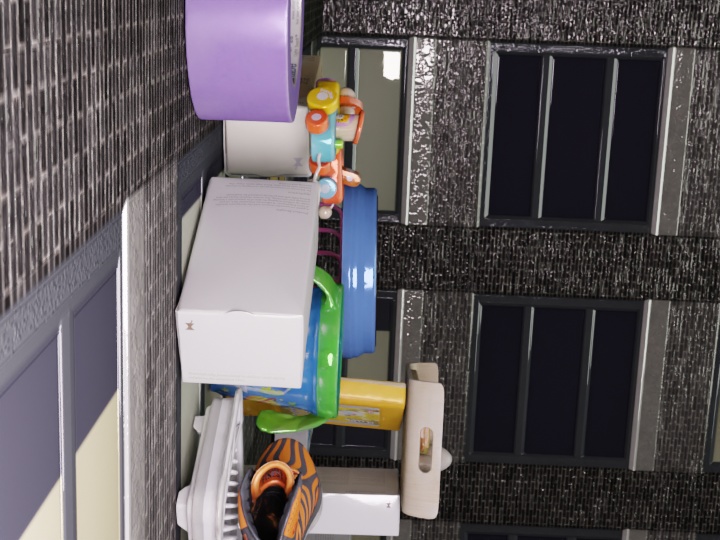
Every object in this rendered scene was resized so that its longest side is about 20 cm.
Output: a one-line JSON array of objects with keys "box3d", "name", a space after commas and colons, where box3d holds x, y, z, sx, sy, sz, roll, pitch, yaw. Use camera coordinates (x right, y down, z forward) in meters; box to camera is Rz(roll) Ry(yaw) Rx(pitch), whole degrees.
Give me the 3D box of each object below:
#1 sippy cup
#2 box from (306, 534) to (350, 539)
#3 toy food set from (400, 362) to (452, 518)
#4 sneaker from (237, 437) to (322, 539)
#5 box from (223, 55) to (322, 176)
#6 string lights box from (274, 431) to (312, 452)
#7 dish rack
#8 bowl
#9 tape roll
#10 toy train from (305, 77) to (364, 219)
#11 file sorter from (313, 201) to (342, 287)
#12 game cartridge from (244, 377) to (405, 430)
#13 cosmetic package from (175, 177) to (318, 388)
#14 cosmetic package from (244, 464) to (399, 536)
[{"box3d": [-0.084, 0.077, 1.220, 0.140, 0.130, 0.178, 58, 34, -87], "name": "sippy cup"}, {"box3d": [-0.085, 0.614, 3.031, 0.199, 0.130, 0.201, -81, 174, -80], "name": "box"}, {"box3d": [0.078, 0.185, 1.373, 0.200, 0.060, 0.144, -69, 161, -88], "name": "toy food set"}, {"box3d": [-0.075, 0.211, 1.184, 0.200, 0.077, 0.112, -88, -179, -55], "name": "sneaker"}, {"box3d": [-0.091, -0.171, 1.329, 0.200, 0.095, 0.078, -89, 180, -65], "name": "box"}, {"box3d": [-0.117, 0.276, 2.145, 0.200, 0.059, 0.103, -85, 178, -73], "name": "string lights box"}, {"box3d": [-0.135, 0.225, 1.118, 0.172, 0.043, 0.200, -88, 180, -55], "name": "dish rack"}, {"box3d": [0.000, 0.000, 1.391, 0.201, 0.039, 0.201, 1, 90, -90], "name": "bowl"}, {"box3d": [-0.096, -0.230, 1.065, 0.200, 0.085, 0.201, 3, 90, -90], "name": "tape roll"}, {"box3d": [-0.022, -0.118, 1.242, 0.200, 0.055, 0.151, -79, 169, -80], "name": "toy train"}, {"box3d": [-0.081, 0.028, 1.470, 0.200, 0.125, 0.139, 91, 1, -52], "name": "file sorter"}, {"box3d": [-0.050, 0.148, 1.386, 0.176, 0.199, 0.033, 88, 5, -74], "name": "game cartridge"}, {"box3d": [-0.095, 0.005, 1.079, 0.200, 0.107, 0.085, -84, 178, -51], "name": "cosmetic package"}, {"box3d": [-0.054, 0.264, 1.416, 0.151, 0.199, 0.052, 15, 76, -88], "name": "cosmetic package"}]
